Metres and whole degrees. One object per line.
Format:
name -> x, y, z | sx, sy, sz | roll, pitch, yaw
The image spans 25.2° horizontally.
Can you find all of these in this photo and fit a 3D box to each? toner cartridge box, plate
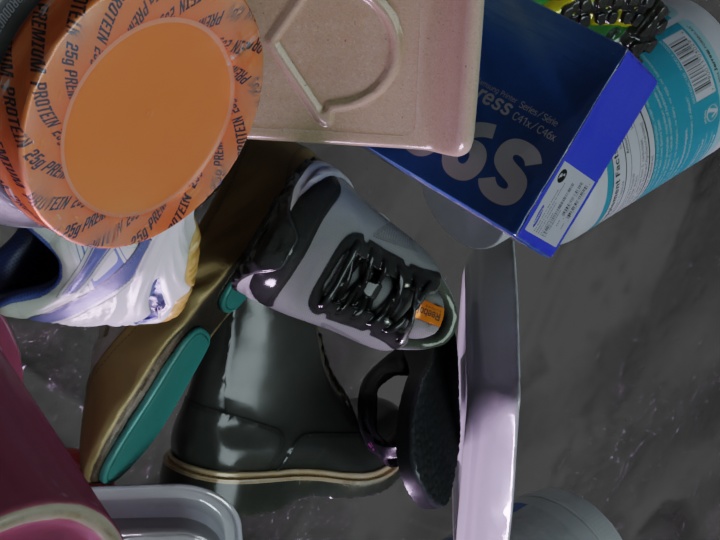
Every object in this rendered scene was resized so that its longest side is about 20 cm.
toner cartridge box -> 0.028, -0.096, 0.749 | 0.095, 0.200, 0.043 | -59, 149, 2
plate -> 0.077, 0.087, 1.014 | 0.200, 0.032, 0.200 | -85, 177, -53

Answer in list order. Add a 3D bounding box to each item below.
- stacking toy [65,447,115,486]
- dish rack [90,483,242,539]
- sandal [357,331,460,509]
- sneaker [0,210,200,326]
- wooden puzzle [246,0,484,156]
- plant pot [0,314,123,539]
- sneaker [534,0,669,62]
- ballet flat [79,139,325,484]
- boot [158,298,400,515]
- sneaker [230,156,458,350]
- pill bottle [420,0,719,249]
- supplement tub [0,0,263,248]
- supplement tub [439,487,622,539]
stacking toy -> -0.133, 0.169, 0.878 | 0.085, 0.085, 0.200 | -39, 136, -24
dish rack -> -0.143, 0.195, 0.826 | 0.171, 0.044, 0.200 | -1, 127, -1
sandal -> 0.028, 0.076, 0.941 | 0.201, 0.048, 0.076 | -79, 153, -64
sneaker -> -0.104, -0.050, 0.650 | 0.088, 0.075, 0.200 | -5, 132, -26
wooden puzzle -> -0.045, -0.140, 0.666 | 0.046, 0.199, 0.186 | -75, 169, -53
plant pot -> -0.197, 0.102, 0.653 | 0.200, 0.179, 0.200 | -31, 138, -32
sneaker -> 0.066, -0.143, 0.876 | 0.199, 0.085, 0.078 | -3, 132, -32
ballet flat -> -0.092, 0.014, 0.812 | 0.200, 0.063, 0.069 | -53, 168, -13
boot -> -0.024, 0.058, 0.928 | 0.200, 0.077, 0.139 | -7, 111, -57
sneaker -> 0.000, 0.000, 0.797 | 0.074, 0.079, 0.200 | -59, 160, 4
pill bottle -> 0.129, -0.085, 0.959 | 0.200, 0.111, 0.111 | -29, 137, -33
supplement tub -> -0.133, -0.094, 0.558 | 0.122, 0.200, 0.123 | -30, 137, -33
supplement tub -> 0.090, 0.251, 1.158 | 0.200, 0.132, 0.132 | -23, 133, -40
